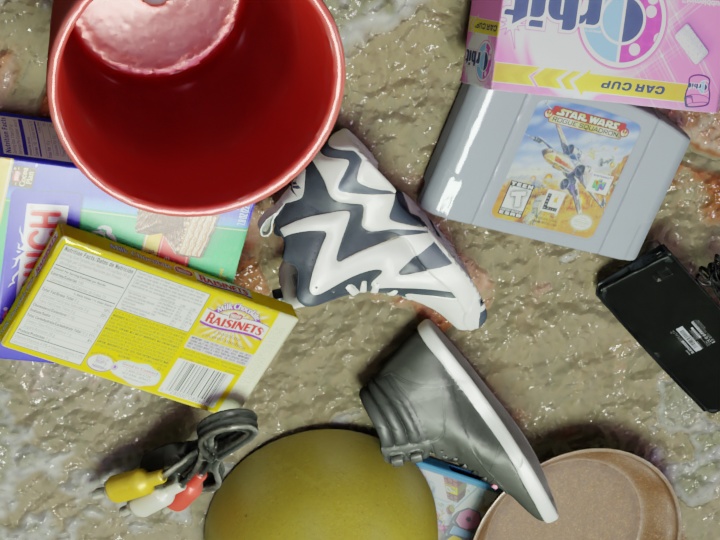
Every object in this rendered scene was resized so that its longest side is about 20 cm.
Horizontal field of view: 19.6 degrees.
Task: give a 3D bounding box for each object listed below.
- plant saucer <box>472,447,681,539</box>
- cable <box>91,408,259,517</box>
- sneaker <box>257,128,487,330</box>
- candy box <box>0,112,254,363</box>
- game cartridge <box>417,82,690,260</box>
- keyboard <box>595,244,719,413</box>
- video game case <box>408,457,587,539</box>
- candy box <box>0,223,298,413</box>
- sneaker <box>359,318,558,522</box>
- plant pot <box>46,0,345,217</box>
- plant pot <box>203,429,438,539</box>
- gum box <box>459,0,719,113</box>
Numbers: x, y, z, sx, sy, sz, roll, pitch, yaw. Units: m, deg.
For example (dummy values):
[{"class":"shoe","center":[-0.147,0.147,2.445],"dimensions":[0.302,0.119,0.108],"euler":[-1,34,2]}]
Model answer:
[{"class":"plant saucer","center":[0.182,0.235,1.816],"dimensions":[0.200,0.037,0.201],"euler":[-8,117,-15]},{"class":"cable","center":[-0.125,0.157,1.640],"dimensions":[0.097,0.050,0.200],"euler":[13,156,-33]},{"class":"sneaker","center":[0.000,0.000,1.623],"dimensions":[0.129,0.080,0.199],"euler":[-38,122,8]},{"class":"candy box","center":[-0.195,-0.017,1.553],"dimensions":[0.199,0.077,0.169],"euler":[7,118,-19]},{"class":"game cartridge","center":[0.157,-0.087,1.649],"dimensions":[0.199,0.042,0.133],"euler":[12,119,-23]},{"class":"keyboard","center":[0.287,0.040,1.766],"dimensions":[0.104,0.040,0.200],"euler":[-28,131,22]},{"class":"video game case","center":[0.082,0.241,1.821],"dimensions":[0.200,0.018,0.143],"euler":[20,112,-26]},{"class":"candy box","center":[-0.155,0.040,1.538],"dimensions":[0.200,0.026,0.102],"euler":[21,113,-29]},{"class":"sneaker","center":[0.076,0.145,1.717],"dimensions":[0.099,0.071,0.200],"euler":[-36,101,8]},{"class":"plant pot","center":[-0.127,-0.163,1.431],"dimensions":[0.200,0.177,0.201],"euler":[-8,121,-13]},{"class":"plant pot","center":[-0.024,0.251,1.705],"dimensions":[0.199,0.142,0.201],"euler":[-3,116,-7]},{"class":"gum box","center":[0.184,-0.185,1.564],"dimensions":[0.199,0.066,0.114],"euler":[4,99,-19]}]
